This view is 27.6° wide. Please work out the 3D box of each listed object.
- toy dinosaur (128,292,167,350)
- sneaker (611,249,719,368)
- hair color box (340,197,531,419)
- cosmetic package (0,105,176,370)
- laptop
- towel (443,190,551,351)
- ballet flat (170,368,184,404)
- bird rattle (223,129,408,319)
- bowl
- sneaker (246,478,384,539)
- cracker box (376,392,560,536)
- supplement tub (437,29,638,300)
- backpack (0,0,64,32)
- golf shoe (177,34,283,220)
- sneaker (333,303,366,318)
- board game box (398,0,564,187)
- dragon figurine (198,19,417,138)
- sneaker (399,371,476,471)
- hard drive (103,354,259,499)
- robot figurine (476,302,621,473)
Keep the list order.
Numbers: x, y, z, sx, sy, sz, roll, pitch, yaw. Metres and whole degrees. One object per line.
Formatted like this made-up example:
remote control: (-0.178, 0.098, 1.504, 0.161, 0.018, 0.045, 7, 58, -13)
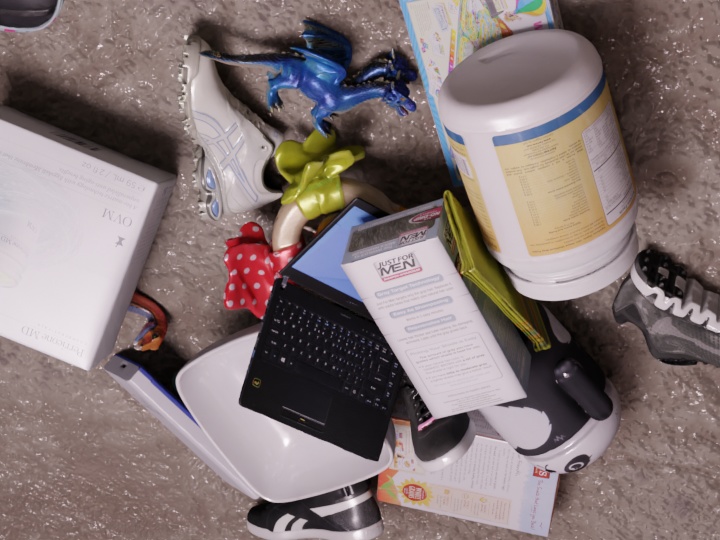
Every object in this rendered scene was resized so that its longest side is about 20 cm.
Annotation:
toy dinosaur: (-0.294, 0.020, 1.579, 0.179, 0.105, 0.202, 5, 119, -10)
sneaker: (0.331, 0.063, 1.436, 0.199, 0.067, 0.091, 33, 131, -4)
hair color box: (0.073, 0.039, 1.342, 0.098, 0.061, 0.201, -16, 125, 24)
cosmetic package: (-0.316, -0.035, 1.463, 0.198, 0.123, 0.202, 21, 98, 0)
laptop: (0.005, 0.062, 1.388, 0.176, 0.202, 0.103, 27, 162, -32)
towel: (0.124, 0.004, 1.338, 0.018, 0.087, 0.200, -26, 148, 15)
ballet flat: (-0.112, 0.143, 1.637, 0.198, 0.068, 0.073, -3, 144, 14)
bird rattle: (-0.040, -0.028, 1.409, 0.162, 0.113, 0.201, 24, 108, -7)
bowl: (-0.071, 0.133, 1.522, 0.198, 0.075, 0.201, -23, 114, 33)
sneaker: (-0.060, 0.251, 1.700, 0.199, 0.073, 0.113, -6, 99, 40)
cracker box: (0.122, 0.210, 1.611, 0.198, 0.058, 0.135, 11, 129, 10)
supplement tub: (0.160, -0.090, 1.273, 0.143, 0.145, 0.201, -8, 123, 22)
backpack: (-0.335, -0.306, 1.300, 0.198, 0.151, 0.179, 11, 131, 18)
golf shoe: (-0.125, -0.144, 1.424, 0.096, 0.079, 0.201, -7, 131, 1)
sneaker: (0.000, 0.000, 1.478, 0.198, 0.077, 0.084, -13, 125, 23)
board game box: (0.125, -0.176, 1.334, 0.133, 0.034, 0.201, -5, 124, 20)
dragon figurine: (-0.043, -0.190, 1.357, 0.199, 0.059, 0.100, 29, 127, -10)
sneaker: (0.061, 0.125, 1.484, 0.070, 0.200, 0.100, -31, 109, 10)
hard drive: (-0.198, 0.175, 1.653, 0.200, 0.025, 0.132, 46, 167, -18)
robot figurine: (0.174, 0.116, 1.479, 0.125, 0.151, 0.200, -39, 109, 14)
